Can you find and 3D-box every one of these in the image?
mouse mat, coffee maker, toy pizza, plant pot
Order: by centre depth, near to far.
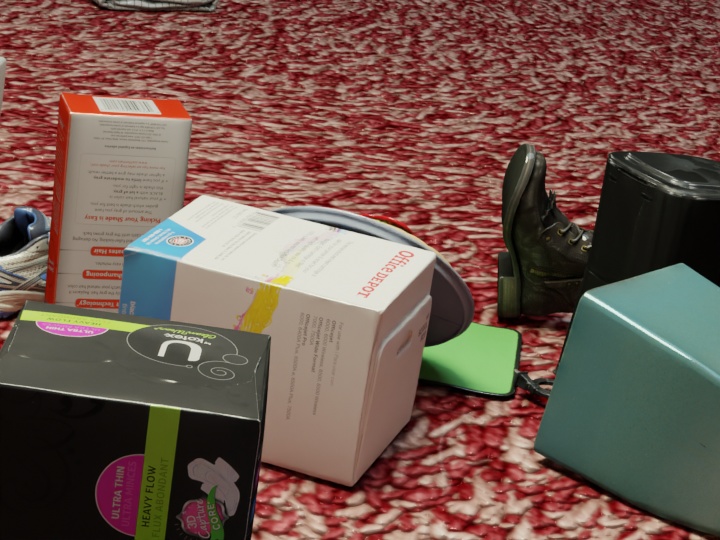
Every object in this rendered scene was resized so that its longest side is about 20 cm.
[{"bbox_3d":[0.264,0.110,1.330,0.200,0.141,0.141,32,30,33],"label":"plant pot"},{"bbox_3d":[0.000,0.000,1.452,0.200,0.200,0.032,14,62,14],"label":"toy pizza"},{"bbox_3d":[0.244,0.009,1.488,0.135,0.200,0.192,22,22,34],"label":"coffee maker"},{"bbox_3d":[0.040,0.063,1.546,0.200,0.008,0.161,11,20,4],"label":"mouse mat"}]

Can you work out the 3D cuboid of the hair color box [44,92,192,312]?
[{"bbox_3d":[-0.199,-0.038,1.438,0.101,0.200,0.061,2,20,-18],"label":"hair color box"}]

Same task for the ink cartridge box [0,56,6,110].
[{"bbox_3d":[-0.474,-0.179,1.882,0.144,0.085,0.200,10,21,2],"label":"ink cartridge box"}]

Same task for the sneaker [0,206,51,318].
[{"bbox_3d":[-0.264,-0.009,1.501,0.200,0.085,0.077,-6,25,-37],"label":"sneaker"}]

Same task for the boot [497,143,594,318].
[{"bbox_3d":[0.213,-0.026,1.606,0.174,0.200,0.069,3,38,3],"label":"boot"}]

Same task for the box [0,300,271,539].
[{"bbox_3d":[-0.134,0.137,0.982,0.149,0.200,0.124,7,20,-3],"label":"box"}]

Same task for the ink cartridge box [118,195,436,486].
[{"bbox_3d":[-0.063,0.049,1.335,0.200,0.145,0.147,14,21,15],"label":"ink cartridge box"}]

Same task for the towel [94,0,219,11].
[{"bbox_3d":[-0.328,-0.451,2.694,0.200,0.086,0.166,-3,24,-31],"label":"towel"}]
